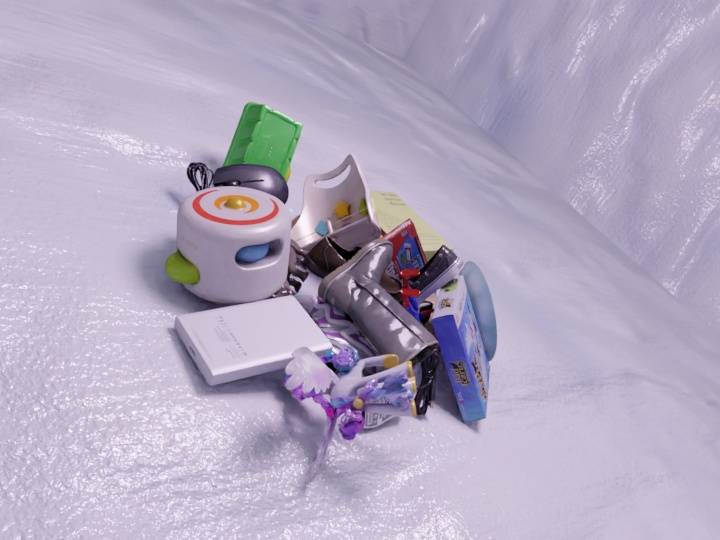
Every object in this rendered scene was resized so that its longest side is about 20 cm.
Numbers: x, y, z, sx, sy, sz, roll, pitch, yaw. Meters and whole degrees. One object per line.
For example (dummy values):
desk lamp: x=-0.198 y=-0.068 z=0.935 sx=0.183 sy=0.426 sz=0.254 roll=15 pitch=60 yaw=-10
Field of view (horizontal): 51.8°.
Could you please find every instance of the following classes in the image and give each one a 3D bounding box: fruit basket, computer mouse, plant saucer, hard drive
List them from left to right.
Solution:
computer mouse: x=-0.215 y=-0.150 z=1.384 sx=0.196 sy=0.053 sz=0.142 roll=-10 pitch=76 yaw=-32
hard drive: x=-0.155 y=0.097 z=1.083 sx=0.197 sy=0.027 sz=0.132 roll=-8 pitch=40 yaw=-37
fruit basket: x=-0.205 y=-0.228 z=1.548 sx=0.153 sy=0.218 sz=0.217 roll=23 pitch=25 yaw=-21
computer mouse: x=0.051 y=0.190 z=1.169 sx=0.043 sy=0.113 sz=0.197 roll=17 pitch=17 yaw=42
plant saucer: x=0.219 y=0.085 z=1.485 sx=0.038 sy=0.205 sz=0.202 roll=-9 pitch=37 yaw=-11

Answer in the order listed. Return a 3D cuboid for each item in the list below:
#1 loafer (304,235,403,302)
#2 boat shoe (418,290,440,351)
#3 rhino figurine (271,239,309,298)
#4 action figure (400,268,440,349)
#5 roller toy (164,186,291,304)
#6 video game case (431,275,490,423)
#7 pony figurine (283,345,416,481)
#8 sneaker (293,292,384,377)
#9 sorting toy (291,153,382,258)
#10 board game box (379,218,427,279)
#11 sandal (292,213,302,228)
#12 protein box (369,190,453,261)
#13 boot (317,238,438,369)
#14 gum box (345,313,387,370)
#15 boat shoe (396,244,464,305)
loafer: x=0.000 y=0.000 z=1.306 sx=0.197 sy=0.072 sz=0.073 roll=22 pitch=24 yaw=-23
boat shoe: x=0.145 y=0.084 z=1.492 sx=0.067 sy=0.076 sz=0.201 roll=26 pitch=23 yaw=-16
rhino figurine: x=-0.138 y=0.001 z=1.314 sx=0.086 sy=0.060 sz=0.201 roll=28 pitch=26 yaw=-8
action figure: x=0.119 y=0.083 z=1.331 sx=0.096 sy=0.202 sz=0.066 roll=1 pitch=53 yaw=5
roller toy: x=-0.199 y=-0.050 z=1.174 sx=0.178 sy=0.143 sz=0.201 roll=10 pitch=27 yaw=3
video game case: x=0.186 y=0.137 z=1.337 sx=0.182 sy=0.044 sz=0.204 roll=-57 pitch=131 yaw=-65
pony figurine: x=-0.023 y=0.171 z=1.013 sx=0.195 sy=0.171 sz=0.193 roll=-6 pitch=9 yaw=5
sneaker: x=-0.063 y=0.115 z=1.174 sx=0.198 sy=0.079 sz=0.139 roll=36 pitch=27 yaw=18
sorting toy: x=-0.045 y=-0.126 z=1.442 sx=0.106 sy=0.197 sz=0.184 roll=17 pitch=57 yaw=-55
board game box: x=0.079 y=-0.004 z=1.415 sx=0.020 sy=0.102 sz=0.201 roll=52 pitch=-8 yaw=39
sandal: x=-0.097 y=-0.123 z=1.576 sx=0.070 sy=0.078 sz=0.210 roll=46 pitch=32 yaw=16
protein box: x=0.049 y=-0.053 z=1.553 sx=0.200 sy=0.136 sz=0.197 roll=45 pitch=27 yaw=26
boot: x=0.050 y=0.055 z=1.194 sx=0.199 sy=0.073 sz=0.181 roll=35 pitch=58 yaw=27
gum box: x=0.015 y=0.111 z=1.288 sx=0.199 sy=0.067 sz=0.113 roll=42 pitch=24 yaw=20
boat shoe: x=0.103 y=0.023 z=1.389 sx=0.066 sy=0.199 sz=0.070 roll=47 pitch=33 yaw=-7
